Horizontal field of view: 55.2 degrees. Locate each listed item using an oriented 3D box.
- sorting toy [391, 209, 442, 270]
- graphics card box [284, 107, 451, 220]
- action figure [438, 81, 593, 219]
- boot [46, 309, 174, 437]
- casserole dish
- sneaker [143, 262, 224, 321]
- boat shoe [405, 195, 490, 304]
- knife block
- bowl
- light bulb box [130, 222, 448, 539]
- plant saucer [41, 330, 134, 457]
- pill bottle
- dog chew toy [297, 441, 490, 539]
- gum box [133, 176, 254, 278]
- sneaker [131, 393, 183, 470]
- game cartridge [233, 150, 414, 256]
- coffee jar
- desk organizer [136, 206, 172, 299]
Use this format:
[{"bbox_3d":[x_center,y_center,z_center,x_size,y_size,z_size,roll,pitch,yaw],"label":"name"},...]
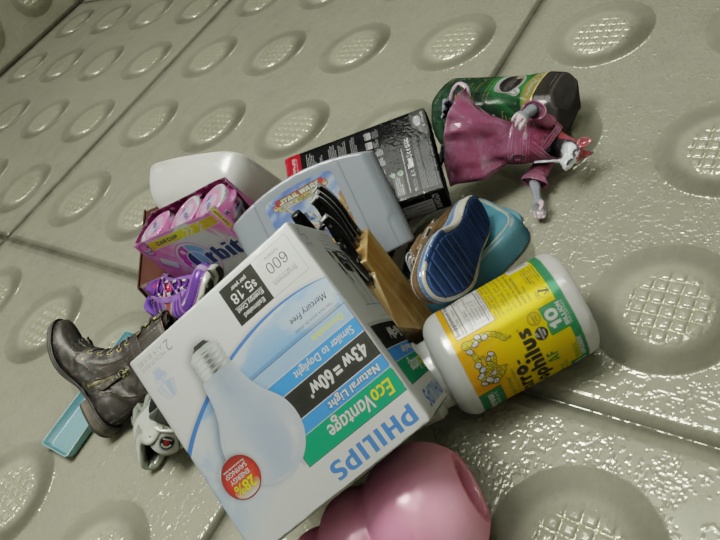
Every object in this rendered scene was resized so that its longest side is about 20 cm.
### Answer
[{"bbox_3d":[0.014,-0.060,0.929,0.178,0.107,0.201,16,60,39],"label":"sorting toy"},{"bbox_3d":[0.007,-0.114,0.876,0.196,0.051,0.128,-19,61,13],"label":"graphics card box"},{"bbox_3d":[0.200,-0.160,0.894,0.196,0.136,0.150,5,33,12],"label":"action figure"},{"bbox_3d":[-0.325,0.111,0.951,0.173,0.069,0.202,-38,78,11],"label":"boot"},{"bbox_3d":[0.123,-0.022,0.874,0.199,0.039,0.121,-42,42,-11],"label":"casserole dish"},{"bbox_3d":[-0.258,0.037,0.966,0.199,0.083,0.082,-33,26,49],"label":"sneaker"},{"bbox_3d":[0.094,-0.014,0.790,0.072,0.073,0.200,-27,12,35],"label":"boat shoe"},{"bbox_3d":[0.000,0.000,0.766,0.063,0.199,0.178,-28,73,20],"label":"knife block"},{"bbox_3d":[-0.207,-0.097,1.049,0.196,0.199,0.076,-1,69,30],"label":"bowl"},{"bbox_3d":[-0.059,0.100,0.621,0.198,0.125,0.201,-40,80,11],"label":"light bulb box"},{"bbox_3d":[-0.383,0.180,1.017,0.069,0.019,0.202,8,55,37],"label":"plant saucer"},{"bbox_3d":[0.134,0.077,0.715,0.197,0.113,0.114,-29,41,4],"label":"pill bottle"},{"bbox_3d":[0.018,0.246,0.628,0.198,0.125,0.126,-34,40,11],"label":"dog chew toy"},{"bbox_3d":[-0.210,-0.046,0.959,0.198,0.113,0.067,-15,44,41],"label":"gum box"},{"bbox_3d":[-0.225,0.173,0.843,0.201,0.073,0.090,-55,37,36],"label":"sneaker"},{"bbox_3d":[-0.050,-0.053,0.825,0.197,0.135,0.042,-27,6,13],"label":"game cartridge"},{"bbox_3d":[0.206,-0.227,0.979,0.197,0.086,0.105,7,43,37],"label":"coffee jar"},{"bbox_3d":[-0.309,-0.030,1.130,0.076,0.072,0.202,-23,42,7],"label":"desk organizer"}]
